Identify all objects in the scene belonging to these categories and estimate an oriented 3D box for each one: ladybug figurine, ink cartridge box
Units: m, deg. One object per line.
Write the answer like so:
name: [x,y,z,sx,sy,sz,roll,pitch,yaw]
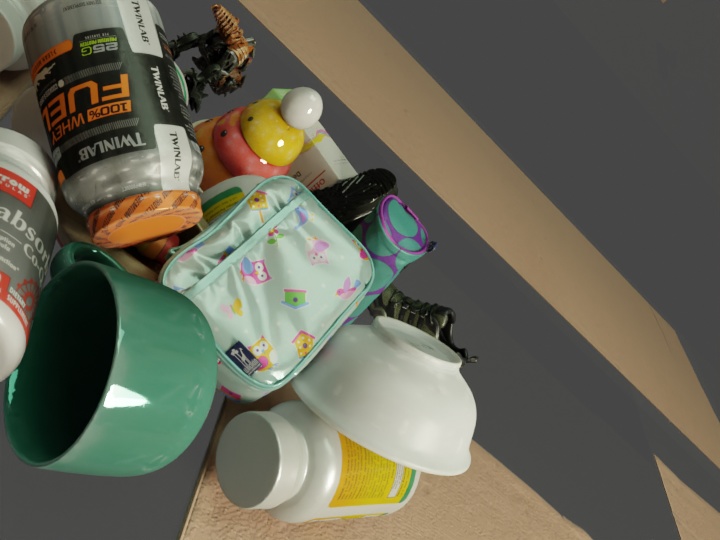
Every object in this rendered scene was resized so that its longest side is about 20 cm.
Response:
ladybug figurine: [-0.223,-0.028,0.757,0.200,0.072,0.136,42,43,-22]
ink cartridge box: [-0.088,-0.143,1.090,0.200,0.117,0.067,53,25,6]

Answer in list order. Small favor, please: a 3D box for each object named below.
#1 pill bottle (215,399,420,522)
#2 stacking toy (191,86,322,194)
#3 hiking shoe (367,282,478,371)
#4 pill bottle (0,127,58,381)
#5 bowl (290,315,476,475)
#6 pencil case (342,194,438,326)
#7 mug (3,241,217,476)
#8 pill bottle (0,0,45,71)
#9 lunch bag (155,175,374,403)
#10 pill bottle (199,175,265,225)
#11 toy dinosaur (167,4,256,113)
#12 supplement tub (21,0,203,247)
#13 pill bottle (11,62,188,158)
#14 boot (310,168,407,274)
pill bottle: [-0.038,0.184,0.749,0.200,0.113,0.113,16,42,-49]
stacking toy: [-0.118,-0.168,0.964,0.146,0.200,0.146,28,47,-34]
hiking shoe: [0.088,0.069,1.118,0.200,0.101,0.076,54,26,8]
pill bottle: [-0.298,-0.017,0.587,0.116,0.116,0.200,33,31,-33]
bowl: [0.038,0.106,0.759,0.201,0.091,0.201,26,9,-5]
pencil case: [0.000,0.000,0.952,0.085,0.200,0.092,48,36,4]
mug: [-0.183,0.066,0.605,0.114,0.152,0.186,25,65,-46]
pill bottle: [-0.367,-0.282,0.830,0.111,0.111,0.200,41,28,-20]
lunch bag: [-0.094,0.013,0.727,0.160,0.077,0.200,48,56,-6]
pill bottle: [-0.107,0.005,0.856,0.113,0.113,0.200,4,51,-57]
toy dinosaur: [-0.206,-0.308,1.086,0.102,0.136,0.200,48,-21,29]
supplement tub: [-0.210,-0.129,0.672,0.122,0.122,0.201,-4,73,-60]
pill bottle: [-0.275,-0.174,0.832,0.113,0.113,0.200,46,26,-10]
boot: [-0.029,-0.035,1.059,0.158,0.211,0.080,78,-11,-46]
